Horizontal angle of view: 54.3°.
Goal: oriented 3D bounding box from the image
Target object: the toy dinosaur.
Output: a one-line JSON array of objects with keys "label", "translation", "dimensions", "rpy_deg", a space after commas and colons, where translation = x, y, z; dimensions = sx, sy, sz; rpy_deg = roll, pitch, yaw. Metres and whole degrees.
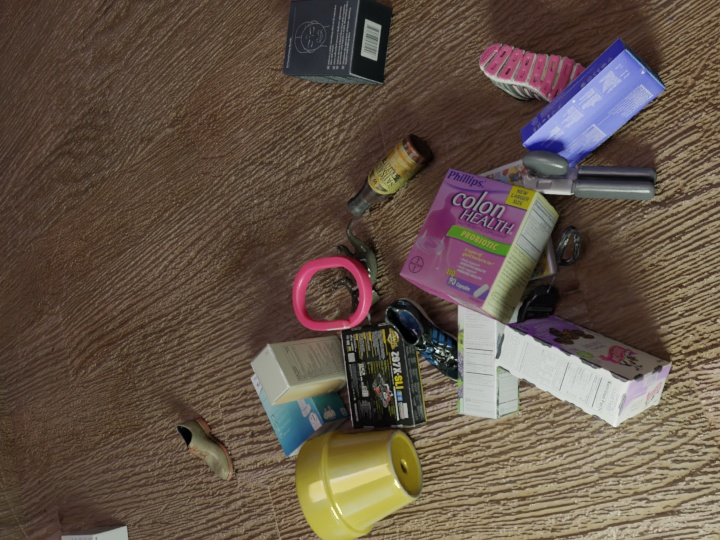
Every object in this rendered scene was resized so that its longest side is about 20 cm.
[{"label": "toy dinosaur", "translation": [0.000, 0.000, 1.411], "dimensions": [0.101, 0.077, 0.202], "rpy_deg": [8, 91, 29]}]

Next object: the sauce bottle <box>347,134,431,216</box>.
[{"label": "sauce bottle", "translation": [0.050, -0.177, 1.358], "dimensions": [0.200, 0.066, 0.066], "rpy_deg": [-44, 63, 33]}]

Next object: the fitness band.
[{"label": "fitness band", "translation": [-0.058, 0.046, 1.393], "dimensions": [0.199, 0.037, 0.145], "rpy_deg": [-7, 82, 42]}]

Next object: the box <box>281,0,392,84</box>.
[{"label": "box", "translation": [-0.049, -0.460, 1.416], "dimensions": [0.199, 0.107, 0.150], "rpy_deg": [14, 100, 40]}]

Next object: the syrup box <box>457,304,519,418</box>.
[{"label": "syrup box", "translation": [0.219, 0.143, 1.199], "dimensions": [0.081, 0.078, 0.203], "rpy_deg": [-1, 90, 42]}]

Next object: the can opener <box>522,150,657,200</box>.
[{"label": "can opener", "translation": [0.343, -0.140, 1.066], "dimensions": [0.198, 0.067, 0.053], "rpy_deg": [9, 64, 22]}]

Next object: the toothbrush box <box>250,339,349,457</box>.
[{"label": "toothbrush box", "translation": [-0.133, 0.271, 1.509], "dimensions": [0.147, 0.085, 0.201], "rpy_deg": [-48, 61, 32]}]

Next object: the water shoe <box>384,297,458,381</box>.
[{"label": "water shoe", "translation": [0.121, 0.135, 1.265], "dimensions": [0.200, 0.079, 0.072], "rpy_deg": [42, 117, 16]}]

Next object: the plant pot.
[{"label": "plant pot", "translation": [0.008, 0.391, 1.325], "dimensions": [0.188, 0.200, 0.203], "rpy_deg": [-23, 74, 23]}]

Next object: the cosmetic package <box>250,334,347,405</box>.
[{"label": "cosmetic package", "translation": [-0.111, 0.197, 1.411], "dimensions": [0.071, 0.199, 0.106], "rpy_deg": [-45, 62, 32]}]

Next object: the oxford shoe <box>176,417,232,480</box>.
[{"label": "oxford shoe", "translation": [-0.390, 0.450, 1.745], "dimensions": [0.200, 0.074, 0.071], "rpy_deg": [38, 114, 34]}]

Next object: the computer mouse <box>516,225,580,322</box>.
[{"label": "computer mouse", "translation": [0.300, 0.015, 1.132], "dimensions": [0.034, 0.058, 0.202], "rpy_deg": [58, 135, 52]}]

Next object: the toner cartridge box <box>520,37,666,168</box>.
[{"label": "toner cartridge box", "translation": [0.349, -0.243, 1.069], "dimensions": [0.200, 0.095, 0.043], "rpy_deg": [-43, 26, 33]}]

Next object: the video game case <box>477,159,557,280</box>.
[{"label": "video game case", "translation": [0.240, -0.074, 1.218], "dimensions": [0.181, 0.023, 0.202], "rpy_deg": [-16, 79, 41]}]

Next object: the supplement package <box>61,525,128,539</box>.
[{"label": "supplement package", "translation": [-0.781, 0.823, 2.068], "dimensions": [0.199, 0.113, 0.111], "rpy_deg": [-19, 76, 41]}]

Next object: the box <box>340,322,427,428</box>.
[{"label": "box", "translation": [0.043, 0.205, 1.376], "dimensions": [0.159, 0.049, 0.202], "rpy_deg": [-14, 81, 38]}]

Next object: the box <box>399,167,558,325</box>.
[{"label": "box", "translation": [0.191, -0.042, 1.141], "dimensions": [0.175, 0.096, 0.201], "rpy_deg": [24, 86, 41]}]

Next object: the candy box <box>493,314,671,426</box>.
[{"label": "candy box", "translation": [0.329, 0.140, 1.041], "dimensions": [0.199, 0.167, 0.072], "rpy_deg": [25, 108, 38]}]

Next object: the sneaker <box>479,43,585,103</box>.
[{"label": "sneaker", "translation": [0.292, -0.309, 1.141], "dimensions": [0.198, 0.087, 0.074], "rpy_deg": [23, 96, 16]}]
